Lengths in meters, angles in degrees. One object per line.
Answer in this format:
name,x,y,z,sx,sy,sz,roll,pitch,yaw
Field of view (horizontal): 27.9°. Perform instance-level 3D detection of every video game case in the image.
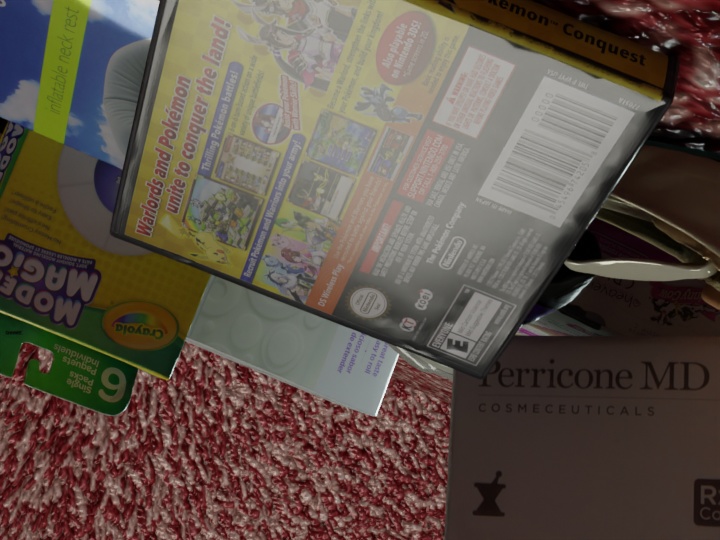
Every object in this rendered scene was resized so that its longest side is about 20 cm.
video game case,0.001,-0.045,0.572,0.180,0.026,0.200,21,143,-4

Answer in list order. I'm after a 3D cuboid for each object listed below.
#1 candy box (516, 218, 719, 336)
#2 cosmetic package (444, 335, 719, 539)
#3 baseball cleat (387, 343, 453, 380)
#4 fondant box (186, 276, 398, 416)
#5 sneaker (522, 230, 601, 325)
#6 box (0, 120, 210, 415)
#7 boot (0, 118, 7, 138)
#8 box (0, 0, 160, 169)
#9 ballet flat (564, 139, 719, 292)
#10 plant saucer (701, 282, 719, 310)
candy box,0.126,0.011,0.893,0.136,0.061,0.200,25,173,-17
cosmetic package,0.138,0.145,0.748,0.164,0.200,0.165,-1,165,16
baseball cleat,0.000,0.000,0.868,0.200,0.070,0.106,45,167,13
fondant box,-0.050,0.002,1.020,0.200,0.145,0.058,27,171,-37
sneaker,0.041,-0.048,0.705,0.200,0.070,0.099,37,144,-24
box,-0.123,-0.035,0.710,0.117,0.200,0.048,25,173,-28
boot,-0.235,-0.068,0.919,0.200,0.076,0.074,27,-161,11
box,-0.096,-0.096,0.613,0.200,0.048,0.122,22,146,-4
ballet flat,0.083,-0.037,0.618,0.200,0.070,0.069,20,173,21
plant saucer,0.253,0.038,0.653,0.200,0.038,0.200,23,-174,-2
